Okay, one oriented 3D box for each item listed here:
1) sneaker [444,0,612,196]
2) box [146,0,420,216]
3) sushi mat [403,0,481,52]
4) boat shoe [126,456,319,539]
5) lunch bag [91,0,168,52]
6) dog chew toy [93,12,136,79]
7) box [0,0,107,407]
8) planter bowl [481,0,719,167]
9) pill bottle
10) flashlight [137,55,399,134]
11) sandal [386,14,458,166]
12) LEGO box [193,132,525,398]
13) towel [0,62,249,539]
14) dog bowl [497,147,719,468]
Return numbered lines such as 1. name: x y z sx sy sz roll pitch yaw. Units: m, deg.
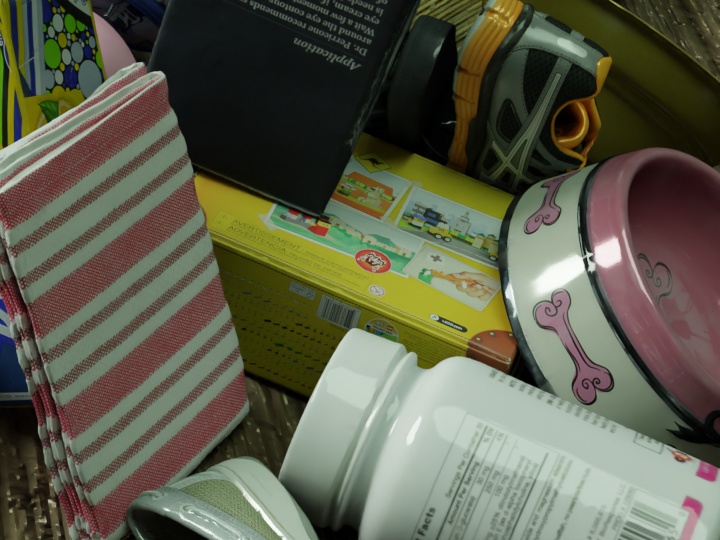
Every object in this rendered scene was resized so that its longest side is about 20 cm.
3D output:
1. sneaker: 0.094 -0.073 1.360 0.077 0.200 0.078 21 65 13
2. box: -0.018 -0.173 1.284 0.117 0.200 0.197 24 40 0
3. sushi mat: 0.052 -0.172 1.510 0.012 0.096 0.200 3 15 16
4. boat shoe: -0.034 0.160 1.100 0.065 0.074 0.202 -13 42 -29
5. lunch bag: -0.175 -0.181 1.410 0.200 0.076 0.160 19 -9 21
6. dog chew toy: -0.210 -0.106 1.332 0.125 0.125 0.200 -20 39 -41
7. box: -0.157 -0.037 1.189 0.064 0.200 0.070 -4 14 33
8. planter bowl: 0.136 -0.100 1.467 0.200 0.083 0.200 35 -4 3
9. pill bottle: 0.068 0.110 1.170 0.200 0.113 0.113 24 36 7
10. flashlight: -0.064 -0.094 1.426 0.200 0.068 0.068 -8 75 -38
11. sandal: 0.045 -0.085 1.387 0.043 0.076 0.200 20 -6 7
12. LEGO box: 0.000 0.000 1.314 0.200 0.077 0.149 23 36 7
13. towel: -0.117 0.017 1.166 0.030 0.200 0.146 0 25 32
14. dog bowl: 0.167 0.023 1.288 0.200 0.074 0.200 30 42 -31
